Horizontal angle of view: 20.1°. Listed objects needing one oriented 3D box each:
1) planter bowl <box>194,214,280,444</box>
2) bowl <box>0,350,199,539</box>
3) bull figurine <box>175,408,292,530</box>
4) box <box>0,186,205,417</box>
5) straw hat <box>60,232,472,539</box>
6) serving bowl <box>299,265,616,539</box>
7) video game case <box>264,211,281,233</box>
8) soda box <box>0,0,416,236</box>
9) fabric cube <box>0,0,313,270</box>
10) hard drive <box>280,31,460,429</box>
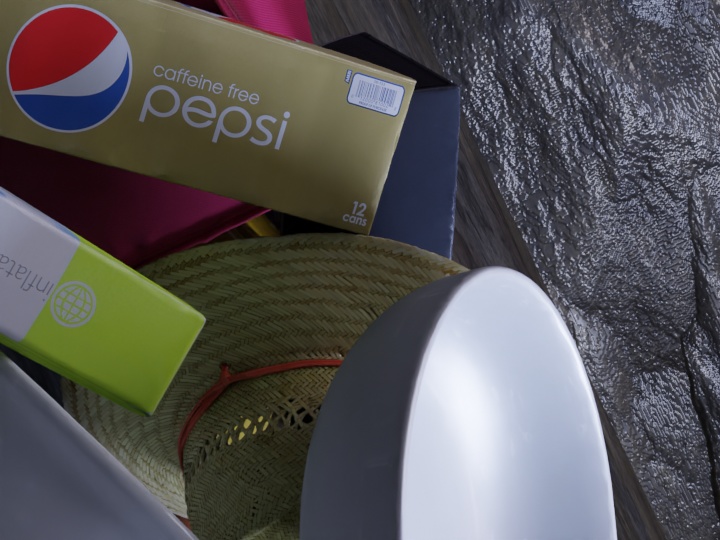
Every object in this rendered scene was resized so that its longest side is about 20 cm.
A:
[{"bbox_3d":[-0.088,-0.005,1.028,0.200,0.083,0.200,45,6,-6],"label":"planter bowl"},{"bbox_3d":[-0.105,0.120,0.742,0.201,0.090,0.201,42,-12,11],"label":"bowl"},{"bbox_3d":[-0.064,0.139,0.950,0.065,0.121,0.201,42,-22,61],"label":"bull figurine"},{"bbox_3d":[-0.162,-0.024,0.705,0.200,0.048,0.122,33,-4,-33],"label":"box"},{"bbox_3d":[-0.025,0.079,0.810,0.085,0.200,0.201,-91,155,-44],"label":"straw hat"},{"bbox_3d":[0.029,0.101,0.726,0.200,0.066,0.201,25,62,-61],"label":"serving bowl"},{"bbox_3d":[-0.033,0.021,1.097,0.200,0.023,0.182,48,-39,26],"label":"video game case"},{"bbox_3d":[-0.086,-0.072,0.755,0.199,0.064,0.068,16,7,-22],"label":"soda box"},{"bbox_3d":[-0.143,-0.125,0.890,0.196,0.199,0.200,57,14,-40],"label":"fabric cube"},{"bbox_3d":[0.000,0.000,0.935,0.135,0.042,0.201,-138,-131,-63],"label":"hard drive"}]
